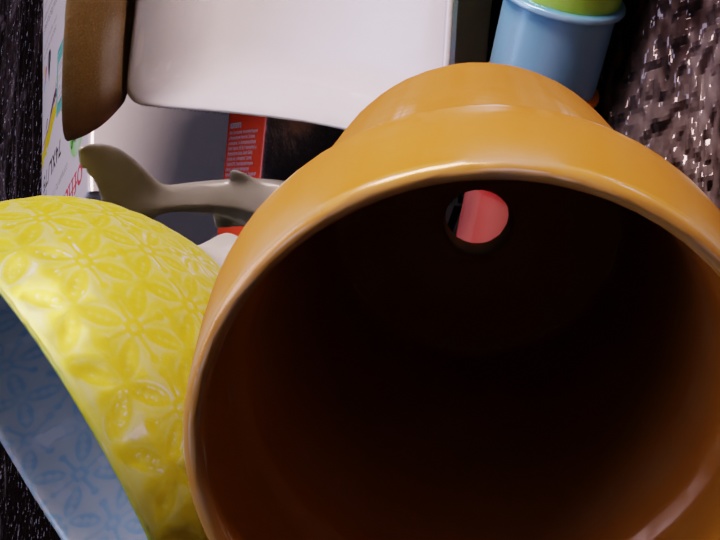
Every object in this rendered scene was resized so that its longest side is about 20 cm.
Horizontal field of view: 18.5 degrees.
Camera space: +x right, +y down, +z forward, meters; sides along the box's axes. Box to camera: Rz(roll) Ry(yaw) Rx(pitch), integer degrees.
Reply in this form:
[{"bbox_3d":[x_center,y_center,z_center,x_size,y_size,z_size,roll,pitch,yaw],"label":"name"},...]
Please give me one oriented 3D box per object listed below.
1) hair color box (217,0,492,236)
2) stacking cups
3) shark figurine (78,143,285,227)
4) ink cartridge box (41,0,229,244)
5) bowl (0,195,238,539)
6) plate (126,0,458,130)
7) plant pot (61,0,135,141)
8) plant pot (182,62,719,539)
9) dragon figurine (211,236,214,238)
[{"bbox_3d":[-0.003,-0.072,1.047,0.064,0.110,0.202,-178,93,-69],"label":"hair color box"},{"bbox_3d":[0.074,-0.096,0.903,0.061,0.060,0.201,-114,34,-56],"label":"stacking cups"},{"bbox_3d":[-0.011,-0.017,0.961,0.128,0.213,0.090,-59,-3,-41],"label":"shark figurine"},{"bbox_3d":[-0.106,-0.101,1.308,0.147,0.145,0.202,131,140,-60],"label":"ink cartridge box"},{"bbox_3d":[-0.078,0.046,0.873,0.200,0.107,0.201,50,160,26],"label":"bowl"},{"bbox_3d":[-0.019,-0.163,0.962,0.199,0.032,0.202,10,96,44],"label":"plate"},{"bbox_3d":[-0.115,-0.160,1.040,0.200,0.027,0.202,-174,90,-87],"label":"plant pot"},{"bbox_3d":[0.043,0.017,0.793,0.184,0.199,0.201,-88,12,-64],"label":"plant pot"},{"bbox_3d":[-0.027,-0.052,1.125,0.059,0.099,0.202,132,146,-62],"label":"dragon figurine"}]
